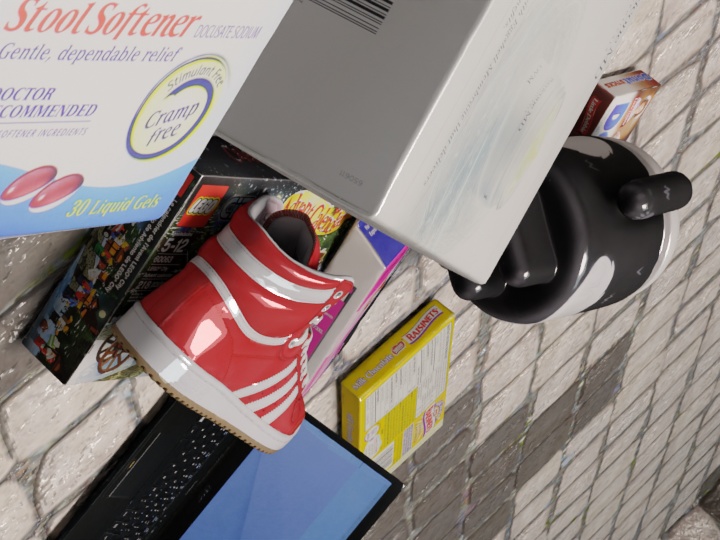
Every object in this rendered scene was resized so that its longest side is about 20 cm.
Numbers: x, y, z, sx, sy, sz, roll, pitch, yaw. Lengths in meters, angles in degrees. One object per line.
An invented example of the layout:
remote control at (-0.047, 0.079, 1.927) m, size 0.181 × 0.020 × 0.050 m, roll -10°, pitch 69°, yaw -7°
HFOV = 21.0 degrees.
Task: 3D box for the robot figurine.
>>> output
robot figurine at (0.136, -0.032, 1.343) m, size 0.200 × 0.150 × 0.125 m, roll -11°, pitch 124°, yaw -50°

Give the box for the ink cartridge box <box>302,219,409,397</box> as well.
ink cartridge box at (0.000, 0.000, 1.196) m, size 0.095 × 0.037 × 0.200 m, roll -49°, pitch 172°, yaw -48°

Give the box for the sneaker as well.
sneaker at (-0.047, 0.029, 1.047) m, size 0.112 × 0.071 × 0.200 m, roll -45°, pitch 158°, yaw 2°

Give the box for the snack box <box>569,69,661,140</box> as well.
snack box at (0.154, -0.063, 1.473) m, size 0.072 × 0.024 × 0.200 m, roll -18°, pitch 144°, yaw -51°

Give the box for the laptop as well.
laptop at (-0.091, 0.170, 1.279) m, size 0.177 × 0.103 × 0.200 m, roll -51°, pitch 160°, yaw 6°

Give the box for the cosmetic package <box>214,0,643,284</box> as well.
cosmetic package at (0.036, -0.118, 0.943) m, size 0.200 × 0.123 × 0.200 m, roll -61°, pitch 161°, yaw 1°

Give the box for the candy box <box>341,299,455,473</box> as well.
candy box at (0.027, 0.105, 1.515) m, size 0.102 × 0.026 × 0.200 m, roll -43°, pitch 160°, yaw -21°

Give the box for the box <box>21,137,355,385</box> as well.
box at (-0.083, -0.006, 1.069) m, size 0.137 × 0.038 × 0.200 m, roll -55°, pitch 159°, yaw 17°

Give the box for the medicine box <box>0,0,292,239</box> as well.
medicine box at (-0.112, -0.118, 0.712) m, size 0.200 × 0.103 × 0.182 m, roll -56°, pitch 159°, yaw 22°
